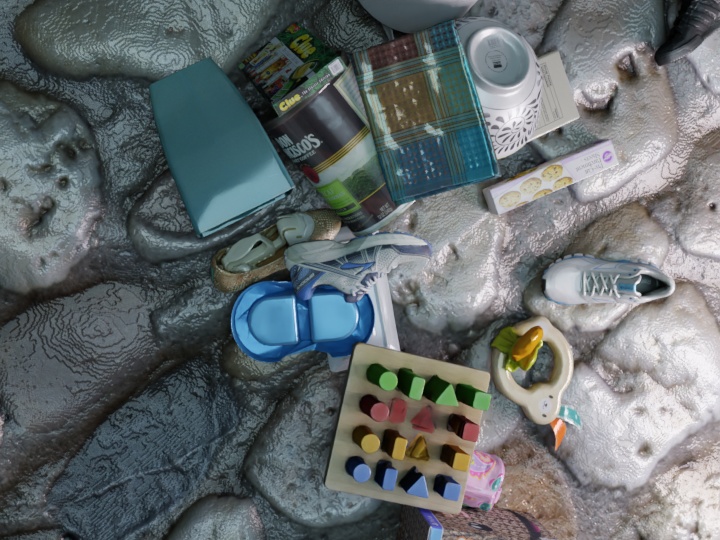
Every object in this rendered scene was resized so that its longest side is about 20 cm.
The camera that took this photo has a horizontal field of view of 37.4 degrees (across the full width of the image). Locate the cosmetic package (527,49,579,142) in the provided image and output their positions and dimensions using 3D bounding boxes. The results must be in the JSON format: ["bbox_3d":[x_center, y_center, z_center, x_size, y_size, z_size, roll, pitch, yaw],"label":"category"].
[{"bbox_3d":[0.195,-0.220,1.472,0.198,0.071,0.107,-24,101,-23],"label":"cosmetic package"}]

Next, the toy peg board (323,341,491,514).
[{"bbox_3d":[0.071,0.218,1.421,0.197,0.098,0.202,13,89,-11],"label":"toy peg board"}]

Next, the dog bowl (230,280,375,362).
[{"bbox_3d":[-0.079,0.064,1.472,0.197,0.050,0.113,-5,97,0],"label":"dog bowl"}]

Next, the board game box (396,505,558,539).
[{"bbox_3d":[0.163,0.397,1.504,0.197,0.159,0.098,11,92,-11],"label":"board game box"}]

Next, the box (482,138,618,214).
[{"bbox_3d":[0.273,-0.135,1.536,0.198,0.039,0.042,-22,100,-7],"label":"box"}]

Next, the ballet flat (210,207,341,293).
[{"bbox_3d":[-0.117,-0.035,1.456,0.199,0.066,0.071,-32,61,-7],"label":"ballet flat"}]

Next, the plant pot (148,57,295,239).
[{"bbox_3d":[-0.193,-0.165,1.404,0.140,0.141,0.202,-25,93,-7],"label":"plant pot"}]

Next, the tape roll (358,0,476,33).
[{"bbox_3d":[0.089,-0.432,1.405,0.200,0.139,0.206,2,81,-15],"label":"tape roll"}]

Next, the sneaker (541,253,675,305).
[{"bbox_3d":[0.362,0.016,1.542,0.197,0.087,0.076,-3,97,-8],"label":"sneaker"}]

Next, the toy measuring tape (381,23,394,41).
[{"bbox_3d":[0.033,-0.269,1.468,0.073,0.074,0.202,-25,98,-7],"label":"toy measuring tape"}]

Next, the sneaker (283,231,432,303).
[{"bbox_3d":[0.000,0.000,1.415,0.197,0.077,0.087,-8,83,4],"label":"sneaker"}]

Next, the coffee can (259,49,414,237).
[{"bbox_3d":[-0.016,-0.167,1.416,0.146,0.146,0.200,-43,108,-4],"label":"coffee can"}]

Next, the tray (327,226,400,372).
[{"bbox_3d":[-0.008,0.038,1.511,0.106,0.022,0.203,-11,97,-8],"label":"tray"}]

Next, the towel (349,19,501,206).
[{"bbox_3d":[0.079,-0.192,1.324,0.145,0.022,0.203,-15,100,16],"label":"towel"}]

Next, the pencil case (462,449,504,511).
[{"bbox_3d":[0.104,0.286,1.521,0.197,0.087,0.089,15,92,-12],"label":"pencil case"}]

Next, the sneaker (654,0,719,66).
[{"bbox_3d":[0.486,-0.389,1.542,0.199,0.060,0.105,-35,101,-11],"label":"sneaker"}]

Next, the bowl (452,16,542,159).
[{"bbox_3d":[0.161,-0.252,1.367,0.198,0.094,0.204,5,72,-16],"label":"bowl"}]

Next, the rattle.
[{"bbox_3d":[0.275,0.168,1.518,0.129,0.142,0.203,-21,93,-26],"label":"rattle"}]

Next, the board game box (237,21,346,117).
[{"bbox_3d":[-0.092,-0.264,1.378,0.104,0.200,0.024,-35,121,-2],"label":"board game box"}]
